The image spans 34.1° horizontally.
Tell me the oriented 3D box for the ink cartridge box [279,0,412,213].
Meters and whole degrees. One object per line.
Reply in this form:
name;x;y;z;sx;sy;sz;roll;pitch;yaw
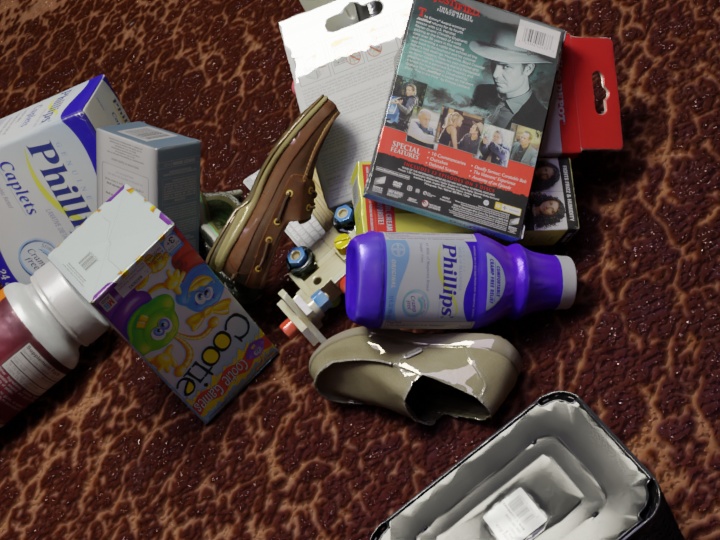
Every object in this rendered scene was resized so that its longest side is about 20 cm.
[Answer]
ink cartridge box;0.018;-0.175;1.167;0.161;0.050;0.202;-18;78;14

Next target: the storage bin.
storage bin;0.123;0.205;0.865;0.199;0.094;0.135;-38;44;-2

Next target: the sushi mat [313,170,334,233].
sushi mat;-0.018;-0.095;1.256;0.095;0.012;0.200;-30;44;-5

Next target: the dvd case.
dvd case;0.094;-0.140;1.035;0.144;0.022;0.202;15;79;-7

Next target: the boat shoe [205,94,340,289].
boat shoe;-0.073;-0.074;1.136;0.201;0.067;0.072;-58;5;4

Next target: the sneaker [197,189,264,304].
sneaker;-0.130;-0.040;1.243;0.088;0.077;0.200;-21;39;-15

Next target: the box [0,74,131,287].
box;-0.335;-0.086;1.308;0.198;0.185;0.105;-20;26;14

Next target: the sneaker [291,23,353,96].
sneaker;-0.031;-0.200;1.307;0.089;0.079;0.201;-13;35;4

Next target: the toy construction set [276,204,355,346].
toy construction set;0.000;0.000;1.114;0.199;0.093;0.131;-33;51;-16

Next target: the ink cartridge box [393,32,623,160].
ink cartridge box;0.136;-0.155;1.091;0.198;0.067;0.118;-1;80;-11

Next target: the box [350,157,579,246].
box;0.093;-0.060;1.060;0.198;0.050;0.076;-1;73;-8

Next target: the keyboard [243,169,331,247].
keyboard;-0.065;-0.065;1.266;0.056;0.011;0.200;-38;44;-4

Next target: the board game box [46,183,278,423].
board game box;-0.184;0.034;1.115;0.103;0.200;0.105;-44;44;-10

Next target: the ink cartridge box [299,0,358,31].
ink cartridge box;-0.004;-0.384;1.404;0.087;0.146;0.201;-2;53;30

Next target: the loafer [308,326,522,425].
loafer;0.040;0.095;1.020;0.198;0.076;0.069;-6;45;26

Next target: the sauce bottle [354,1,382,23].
sauce bottle;0.031;-0.203;1.218;0.064;0.065;0.202;-14;84;20

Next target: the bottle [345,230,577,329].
bottle;0.087;0.009;1.012;0.198;0.085;0.065;2;1;-12

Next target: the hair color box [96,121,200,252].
hair color box;-0.219;-0.042;1.207;0.098;0.202;0.060;20;25;38

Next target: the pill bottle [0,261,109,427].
pill bottle;-0.374;0.087;1.247;0.200;0.114;0.114;-40;44;-5
